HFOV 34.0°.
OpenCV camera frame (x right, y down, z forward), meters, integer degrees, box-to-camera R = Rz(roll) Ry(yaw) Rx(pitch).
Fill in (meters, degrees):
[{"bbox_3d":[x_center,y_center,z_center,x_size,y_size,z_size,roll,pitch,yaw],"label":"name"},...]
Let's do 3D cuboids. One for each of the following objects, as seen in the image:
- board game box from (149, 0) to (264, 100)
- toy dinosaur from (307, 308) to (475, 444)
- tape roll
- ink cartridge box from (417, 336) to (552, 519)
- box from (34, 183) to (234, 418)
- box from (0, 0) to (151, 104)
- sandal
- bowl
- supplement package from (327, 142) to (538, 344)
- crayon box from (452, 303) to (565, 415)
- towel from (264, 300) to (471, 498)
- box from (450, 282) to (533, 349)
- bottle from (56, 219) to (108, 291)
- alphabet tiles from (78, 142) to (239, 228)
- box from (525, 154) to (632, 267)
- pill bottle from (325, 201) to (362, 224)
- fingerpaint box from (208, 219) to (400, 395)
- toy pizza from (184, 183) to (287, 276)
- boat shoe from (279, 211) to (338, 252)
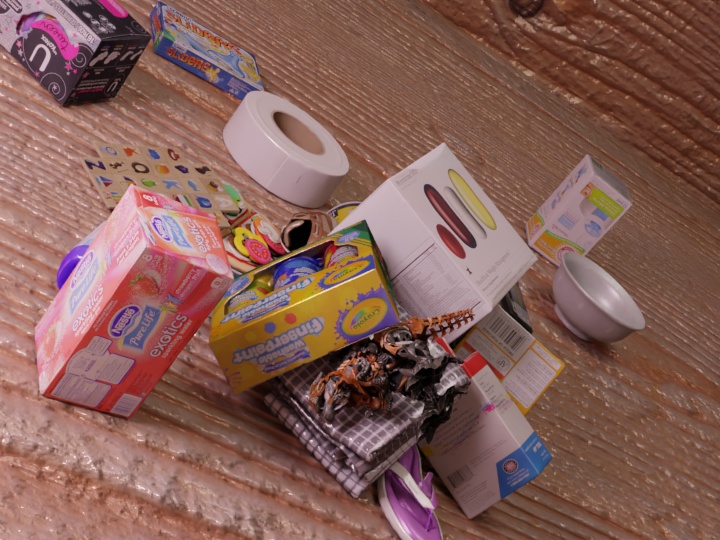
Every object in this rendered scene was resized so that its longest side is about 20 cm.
[{"bbox_3d":[-0.260,-0.366,1.986,0.198,0.035,0.136,26,27,-30],"label":"board game box"},{"bbox_3d":[0.040,0.097,1.259,0.135,0.200,0.102,38,-6,43],"label":"toy dinosaur"},{"bbox_3d":[-0.116,-0.190,1.847,0.201,0.071,0.203,34,24,-17],"label":"tape roll"},{"bbox_3d":[0.127,0.184,1.440,0.201,0.116,0.067,55,26,6],"label":"ink cartridge box"},{"bbox_3d":[-0.220,0.033,1.121,0.102,0.201,0.095,20,31,-35],"label":"box"},{"bbox_3d":[-0.411,-0.335,1.602,0.200,0.115,0.132,42,24,9],"label":"box"},{"bbox_3d":[0.058,0.243,1.356,0.082,0.050,0.204,26,26,-29],"label":"sandal"},{"bbox_3d":[0.423,0.066,2.176,0.200,0.091,0.202,33,23,-16],"label":"bowl"},{"bbox_3d":[0.089,-0.023,1.501,0.201,0.147,0.191,50,33,1],"label":"supplement package"},{"bbox_3d":[0.154,0.158,1.529,0.125,0.200,0.052,41,-8,4],"label":"crayon box"},{"bbox_3d":[0.009,0.130,1.339,0.166,0.086,0.199,45,54,14],"label":"towel"},{"bbox_3d":[0.159,0.069,1.681,0.048,0.158,0.201,38,21,-22],"label":"box"},{"bbox_3d":[-0.265,-0.016,1.312,0.083,0.065,0.200,39,23,-5],"label":"bottle"},{"bbox_3d":[-0.257,-0.110,1.519,0.198,0.006,0.167,-1,42,-42],"label":"alphabet tiles"},{"bbox_3d":[0.439,-0.113,2.381,0.112,0.200,0.102,35,24,-13],"label":"box"},{"bbox_3d":[0.000,0.000,1.625,0.111,0.112,0.201,28,25,-24],"label":"pill bottle"},{"bbox_3d":[-0.065,0.036,1.316,0.167,0.198,0.074,-99,165,-68],"label":"fingerpaint box"},{"bbox_3d":[-0.169,-0.060,1.580,0.199,0.032,0.201,33,24,-16],"label":"toy pizza"},{"bbox_3d":[-0.071,-0.047,1.589,0.071,0.076,0.200,27,3,-23],"label":"boat shoe"}]
